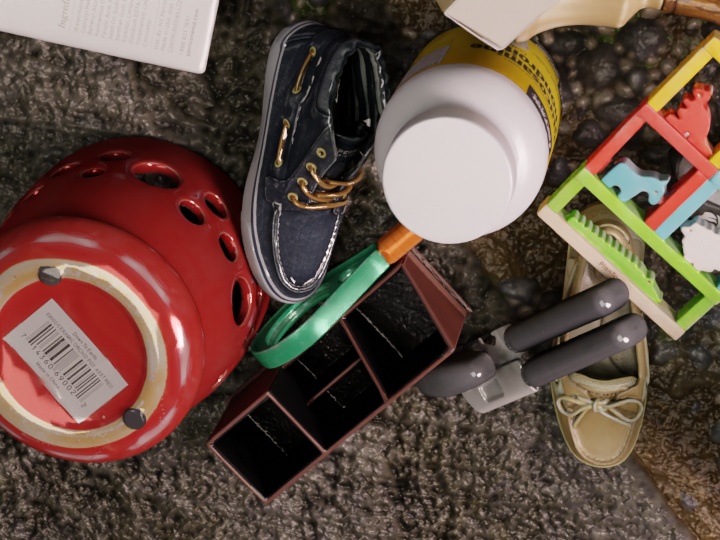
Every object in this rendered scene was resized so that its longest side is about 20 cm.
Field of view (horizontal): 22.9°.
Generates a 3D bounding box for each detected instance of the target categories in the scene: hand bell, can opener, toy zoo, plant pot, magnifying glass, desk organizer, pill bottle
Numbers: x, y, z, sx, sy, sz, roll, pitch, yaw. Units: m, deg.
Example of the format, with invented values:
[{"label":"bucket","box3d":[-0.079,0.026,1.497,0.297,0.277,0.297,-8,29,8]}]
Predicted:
[{"label":"hand bell","box3d":[0.208,-0.177,1.150,0.199,0.104,0.105,13,112,5]},{"label":"can opener","box3d":[0.118,0.061,1.242,0.200,0.066,0.053,-29,89,50]},{"label":"toy zoo","box3d":[0.228,-0.063,1.156,0.131,0.020,0.200,41,116,-5]},{"label":"plant pot","box3d":[-0.175,0.023,1.259,0.199,0.183,0.202,3,109,8]},{"label":"magnifying glass","box3d":[0.000,0.000,1.278,0.200,0.080,0.022,-38,105,10]},{"label":"desk organizer","box3d":[-0.017,0.078,1.301,0.200,0.077,0.072,-41,98,21]},{"label":"pill bottle","box3d":[0.070,-0.088,1.156,0.111,0.200,0.113,4,111,10]}]

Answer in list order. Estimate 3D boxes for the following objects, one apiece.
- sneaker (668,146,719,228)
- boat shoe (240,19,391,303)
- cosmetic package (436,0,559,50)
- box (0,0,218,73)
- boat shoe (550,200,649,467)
[{"label":"sneaker","box3d":[0.268,-0.083,1.189,0.115,0.075,0.201,17,113,7]},{"label":"boat shoe","box3d":[-0.030,-0.068,1.222,0.070,0.091,0.202,-4,105,-31]},{"label":"cosmetic package","box3d":[0.064,-0.249,1.107,0.105,0.071,0.201,-41,56,21]},{"label":"box","box3d":[-0.186,-0.218,1.163,0.199,0.152,0.107,12,111,-8]},{"label":"boat shoe","box3d":[0.171,0.054,1.262,0.073,0.063,0.202,7,111,8]}]
